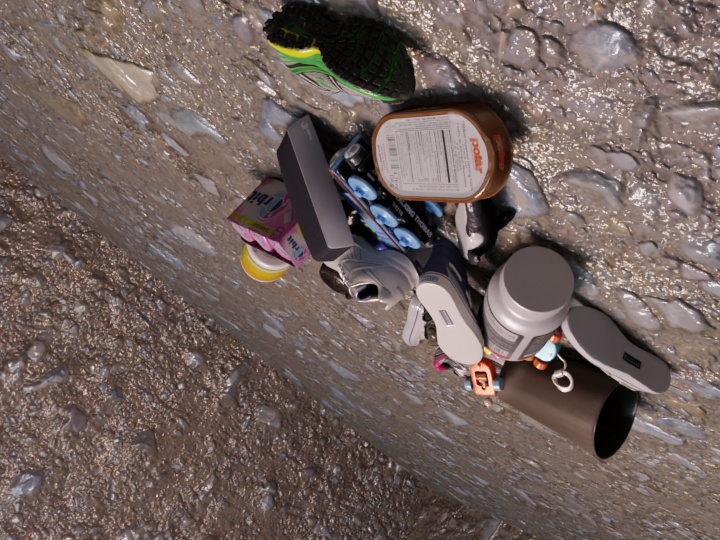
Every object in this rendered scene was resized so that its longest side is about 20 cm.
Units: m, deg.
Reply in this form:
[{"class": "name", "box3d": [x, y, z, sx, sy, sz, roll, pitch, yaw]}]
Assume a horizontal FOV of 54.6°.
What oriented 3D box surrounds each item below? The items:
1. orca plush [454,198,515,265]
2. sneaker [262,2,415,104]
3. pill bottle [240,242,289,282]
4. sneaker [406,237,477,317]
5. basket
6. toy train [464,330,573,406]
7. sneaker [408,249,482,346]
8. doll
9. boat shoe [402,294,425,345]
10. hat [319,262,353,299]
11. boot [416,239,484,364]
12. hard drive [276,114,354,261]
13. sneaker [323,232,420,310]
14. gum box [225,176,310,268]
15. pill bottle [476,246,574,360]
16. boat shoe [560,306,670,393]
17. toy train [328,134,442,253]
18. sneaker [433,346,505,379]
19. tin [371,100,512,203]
[{"class": "orca plush", "box3d": [0.165, -0.080, 0.920, 0.201, 0.071, 0.106, 74, -179, -49]}, {"class": "sneaker", "box3d": [-0.016, -0.236, 0.790, 0.200, 0.078, 0.085, 33, 170, 29]}, {"class": "pill bottle", "box3d": [-0.198, -0.037, 1.492, 0.111, 0.111, 0.200, 35, 161, -6]}, {"class": "sneaker", "box3d": [0.153, 0.031, 1.120, 0.200, 0.088, 0.075, 49, 158, -20]}, {"class": "basket", "box3d": [0.350, 0.216, 1.204, 0.199, 0.137, 0.180, 23, 171, 41]}, {"class": "toy train", "box3d": [0.262, 0.147, 1.173, 0.199, 0.056, 0.151, -11, 99, 39]}, {"class": "sneaker", "box3d": [0.125, 0.054, 1.197, 0.199, 0.115, 0.076, 41, 158, -15]}, {"class": "doll", "box3d": [-0.010, -0.075, 1.129, 0.136, 0.049, 0.200, 6, 144, 23]}, {"class": "boat shoe", "box3d": [0.128, 0.110, 1.383, 0.067, 0.074, 0.200, 30, 160, 17]}, {"class": "hat", "box3d": [-0.022, 0.008, 1.319, 0.200, 0.081, 0.201, 29, 173, 4]}, {"class": "boot", "box3d": [0.145, 0.049, 1.038, 0.072, 0.091, 0.200, 0, 138, 28]}, {"class": "hard drive", "box3d": [-0.072, -0.115, 1.043, 0.201, 0.042, 0.135, 71, 161, 4]}, {"class": "sneaker", "box3d": [0.000, 0.000, 1.081, 0.199, 0.087, 0.075, 19, 149, 47]}, {"class": "gum box", "box3d": [-0.142, -0.090, 1.228, 0.200, 0.114, 0.066, 24, 155, 49]}, {"class": "pill bottle", "box3d": [0.234, 0.050, 1.000, 0.115, 0.116, 0.200, 29, 160, 12]}, {"class": "boat shoe", "box3d": [0.367, 0.122, 1.043, 0.199, 0.071, 0.070, 31, 159, -14]}, {"class": "toy train", "box3d": [0.032, -0.105, 1.001, 0.200, 0.087, 0.114, 45, 164, -31]}, {"class": "sneaker", "box3d": [0.242, 0.200, 1.420, 0.199, 0.075, 0.081, 18, 156, 36]}, {"class": "tin", "box3d": [0.088, -0.135, 0.818, 0.199, 0.042, 0.113, 9, 119, 49]}]
